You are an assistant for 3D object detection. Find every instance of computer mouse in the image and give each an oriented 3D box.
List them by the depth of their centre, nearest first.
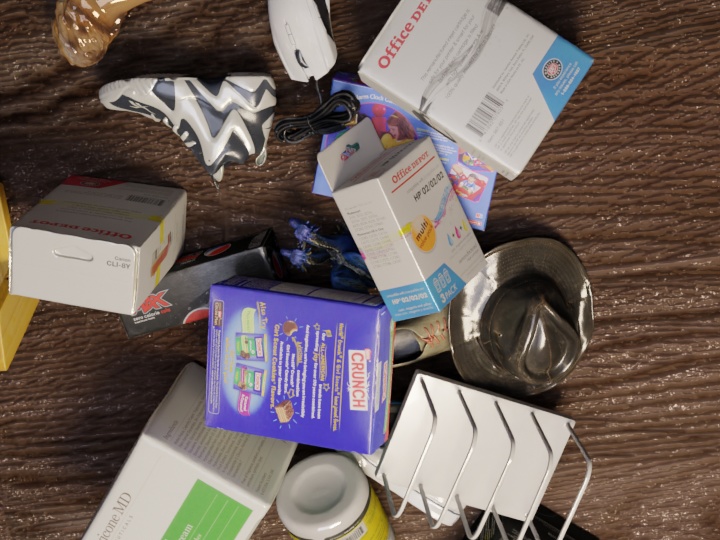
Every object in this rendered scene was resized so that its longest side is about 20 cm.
[{"bbox_3d":[-0.065,-0.242,1.374,0.109,0.044,0.201,-9,96,37],"label":"computer mouse"}]

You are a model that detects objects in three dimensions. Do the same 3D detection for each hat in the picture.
[{"bbox_3d":[0.193,0.068,1.430,0.200,0.081,0.201,-5,111,-14],"label":"hat"}]

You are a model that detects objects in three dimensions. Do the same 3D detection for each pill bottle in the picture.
[{"bbox_3d":[-0.020,0.318,1.538,0.112,0.113,0.200,-11,135,12],"label":"pill bottle"}]

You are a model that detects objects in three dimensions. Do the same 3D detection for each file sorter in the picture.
[{"bbox_3d":[0.139,0.223,1.424,0.200,0.125,0.139,17,106,-13],"label":"file sorter"}]

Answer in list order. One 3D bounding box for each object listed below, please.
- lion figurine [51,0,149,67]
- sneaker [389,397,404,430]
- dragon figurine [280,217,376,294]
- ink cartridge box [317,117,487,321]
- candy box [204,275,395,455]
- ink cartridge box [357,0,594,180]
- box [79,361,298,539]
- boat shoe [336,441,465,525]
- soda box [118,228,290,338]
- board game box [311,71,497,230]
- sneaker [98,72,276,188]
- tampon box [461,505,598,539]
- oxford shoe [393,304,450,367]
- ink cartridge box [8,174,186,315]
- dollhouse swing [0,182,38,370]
[{"bbox_3d":[-0.259,-0.310,1.390,0.200,0.073,0.123,-24,113,11],"label":"lion figurine"},{"bbox_3d":[0.100,0.202,1.506,0.200,0.073,0.082,15,90,-6],"label":"sneaker"},{"bbox_3d":[0.000,0.000,1.451,0.200,0.099,0.059,32,112,-4],"label":"dragon figurine"},{"bbox_3d":[0.046,-0.063,1.356,0.068,0.115,0.200,-14,109,40],"label":"ink cartridge box"},{"bbox_3d":[-0.066,0.103,1.416,0.200,0.077,0.170,9,103,18],"label":"candy box"},{"bbox_3d":[0.118,-0.210,1.334,0.200,0.084,0.145,34,91,2],"label":"ink cartridge box"},{"bbox_3d":[-0.201,0.260,1.523,0.171,0.200,0.199,31,112,-2],"label":"box"},{"bbox_3d":[0.048,0.231,1.554,0.200,0.074,0.065,33,95,-8],"label":"boat shoe"},{"bbox_3d":[-0.189,0.017,1.504,0.200,0.063,0.071,-16,107,14],"label":"soda box"},{"bbox_3d":[0.057,-0.134,1.423,0.199,0.045,0.135,13,111,3],"label":"board game box"},{"bbox_3d":[-0.192,-0.155,1.431,0.199,0.079,0.130,-2,102,-2],"label":"sneaker"},{"bbox_3d":[0.182,0.399,1.559,0.150,0.126,0.200,31,112,-3],"label":"tampon box"},{"bbox_3d":[0.092,0.071,1.476,0.200,0.075,0.071,-25,103,13],"label":"oxford shoe"},{"bbox_3d":[-0.290,-0.033,1.426,0.145,0.200,0.084,9,111,5],"label":"ink cartridge box"},{"bbox_3d":[-0.507,0.003,1.495,0.199,0.182,0.176,0,130,8],"label":"dollhouse swing"}]
